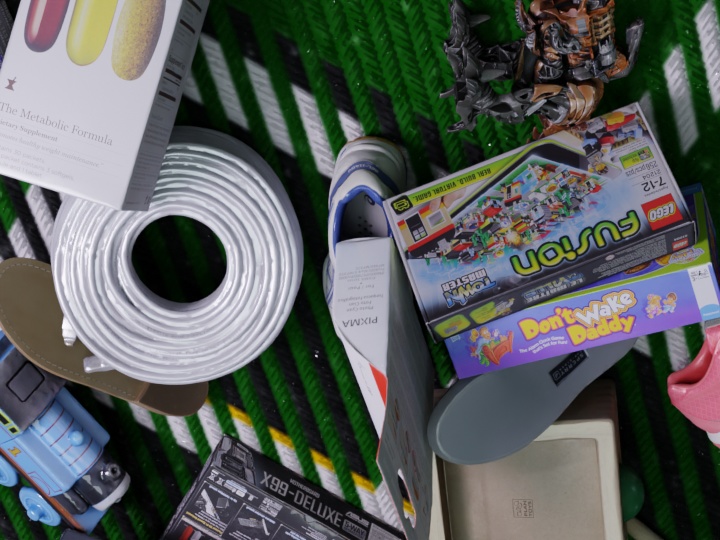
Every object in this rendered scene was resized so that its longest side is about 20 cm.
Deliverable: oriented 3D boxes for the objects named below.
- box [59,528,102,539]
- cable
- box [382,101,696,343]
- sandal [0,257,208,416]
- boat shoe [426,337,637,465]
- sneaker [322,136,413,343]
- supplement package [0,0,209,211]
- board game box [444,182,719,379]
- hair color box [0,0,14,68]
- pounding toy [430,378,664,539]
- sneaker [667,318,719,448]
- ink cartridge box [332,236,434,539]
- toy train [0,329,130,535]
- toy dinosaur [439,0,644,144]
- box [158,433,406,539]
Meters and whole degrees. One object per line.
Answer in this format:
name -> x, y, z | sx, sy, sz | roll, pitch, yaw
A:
box -> -0.169, 0.342, 1.266 | 0.199, 0.124, 0.197 | 14, 151, 20
cable -> -0.144, -0.011, 1.150 | 0.198, 0.069, 0.202 | -2, 102, -2
box -> 0.126, -0.035, 1.047 | 0.199, 0.111, 0.035 | -21, 149, 4
sandal -> -0.231, 0.064, 1.235 | 0.211, 0.078, 0.070 | 33, 160, -24
boat shoe -> 0.124, 0.077, 1.126 | 0.200, 0.070, 0.071 | -37, 109, -19
sneaker -> 0.000, 0.000, 1.148 | 0.075, 0.088, 0.201 | -1, 118, 8
supplement package -> -0.184, -0.154, 1.047 | 0.113, 0.110, 0.201 | 16, 93, 1
board game box -> 0.166, 0.007, 1.095 | 0.199, 0.135, 0.045 | -15, 114, 16
hair color box -> -0.368, -0.169, 1.140 | 0.199, 0.065, 0.110 | -14, 113, 15
pounding toy -> 0.160, 0.188, 1.206 | 0.198, 0.142, 0.185 | -4, 103, 11
sneaker -> 0.313, 0.054, 1.129 | 0.087, 0.074, 0.201 | 32, 118, -6
ink cartridge box -> 0.016, 0.102, 1.054 | 0.047, 0.201, 0.161 | -6, 136, 12
toy train -> -0.278, 0.141, 1.253 | 0.200, 0.087, 0.114 | 50, 142, -15
toy dinosaur -> 0.131, -0.139, 1.055 | 0.135, 0.102, 0.201 | 4, 107, -9
box -> -0.076, 0.261, 1.316 | 0.199, 0.050, 0.158 | 29, 118, -5
